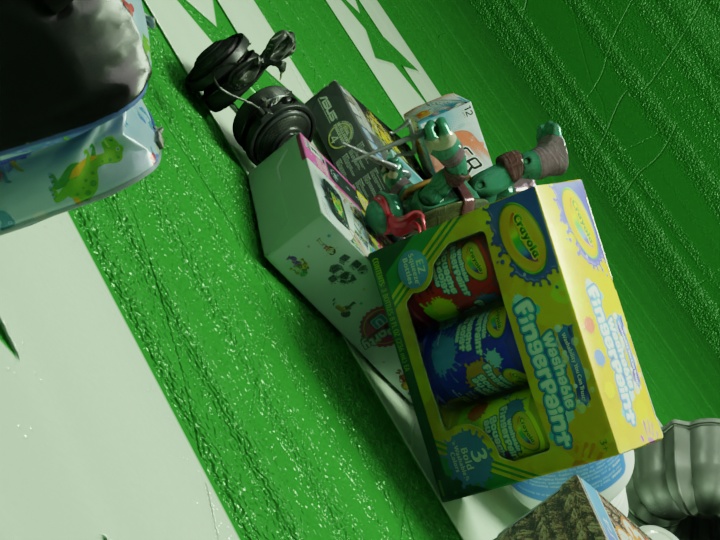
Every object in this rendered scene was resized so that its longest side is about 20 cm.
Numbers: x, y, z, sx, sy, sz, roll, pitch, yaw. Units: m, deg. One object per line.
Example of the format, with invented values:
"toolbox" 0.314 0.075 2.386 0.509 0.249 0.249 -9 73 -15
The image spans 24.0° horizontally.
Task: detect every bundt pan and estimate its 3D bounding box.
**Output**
"bundt pan" 0.337 0.236 1.649 0.202 0.201 0.076 44 39 -30

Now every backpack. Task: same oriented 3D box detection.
"backpack" -0.187 -0.101 0.812 0.200 0.182 0.148 -107 178 -64

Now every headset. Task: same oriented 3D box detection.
"headset" -0.082 -0.152 1.424 0.124 0.094 0.200 48 1 5

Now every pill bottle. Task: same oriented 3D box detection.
"pill bottle" 0.165 0.131 1.397 0.113 0.111 0.201 -106 179 -57

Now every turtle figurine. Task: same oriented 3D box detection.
"turtle figurine" 0.066 -0.071 1.394 0.149 0.199 0.102 -14 -93 64

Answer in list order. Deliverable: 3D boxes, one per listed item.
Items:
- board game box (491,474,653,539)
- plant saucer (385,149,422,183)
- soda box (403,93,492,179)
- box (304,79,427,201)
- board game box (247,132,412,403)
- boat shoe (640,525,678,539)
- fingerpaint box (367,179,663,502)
"board game box" 0.134 0.244 1.006 0.200 0.159 0.097 41 18 -36
"plant saucer" 0.086 -0.042 1.675 0.200 0.019 0.070 40 22 -43
"soda box" 0.112 -0.083 1.796 0.068 0.063 0.201 -133 -159 -71
"box" 0.032 -0.080 1.718 0.161 0.049 0.201 33 25 -51
"board game box" 0.000 0.000 1.388 0.200 0.064 0.148 46 15 -29
"boat shoe" 0.279 0.275 1.505 0.074 0.087 0.202 5 29 -2
"fingerpaint box" 0.112 0.054 1.262 0.073 0.166 0.202 -10 81 -52
